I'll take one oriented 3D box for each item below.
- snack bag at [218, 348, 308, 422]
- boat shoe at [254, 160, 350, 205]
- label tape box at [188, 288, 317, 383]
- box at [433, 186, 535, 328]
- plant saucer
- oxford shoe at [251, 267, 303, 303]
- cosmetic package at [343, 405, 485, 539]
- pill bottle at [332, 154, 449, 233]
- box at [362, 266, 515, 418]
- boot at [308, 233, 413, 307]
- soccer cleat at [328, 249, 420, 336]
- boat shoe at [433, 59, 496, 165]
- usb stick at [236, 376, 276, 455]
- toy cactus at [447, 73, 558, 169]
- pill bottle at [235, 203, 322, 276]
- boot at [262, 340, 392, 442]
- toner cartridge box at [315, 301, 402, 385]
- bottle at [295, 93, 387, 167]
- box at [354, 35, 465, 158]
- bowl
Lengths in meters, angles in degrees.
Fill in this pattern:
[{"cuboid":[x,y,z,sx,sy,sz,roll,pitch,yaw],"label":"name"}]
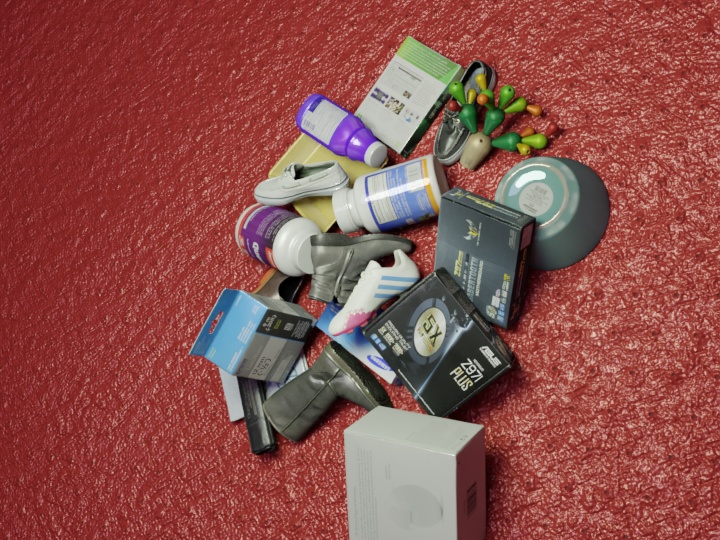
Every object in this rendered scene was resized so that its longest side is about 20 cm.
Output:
[{"cuboid":[-0.196,0.184,1.708,0.200,0.021,0.189,-28,64,20],"label":"snack bag"},{"cuboid":[-0.119,-0.177,1.667,0.199,0.067,0.074,-8,42,19],"label":"boat shoe"},{"cuboid":[-0.191,0.121,1.582,0.066,0.200,0.144,37,102,37],"label":"label tape box"},{"cuboid":[0.201,-0.022,1.459,0.157,0.051,0.200,27,130,32],"label":"box"},{"cuboid":[-0.058,-0.195,1.715,0.200,0.048,0.200,-48,60,9],"label":"plant saucer"},{"cuboid":[-0.180,0.071,1.659,0.072,0.071,0.200,3,54,47],"label":"oxford shoe"},{"cuboid":[0.089,0.345,1.408,0.200,0.123,0.200,6,106,29],"label":"cosmetic package"},{"cuboid":[0.055,-0.131,1.584,0.199,0.112,0.112,-16,70,17],"label":"pill bottle"},{"cuboid":[0.132,0.123,1.459,0.164,0.086,0.200,-40,84,17],"label":"box"},{"cuboid":[0.000,0.000,1.585,0.199,0.070,0.132,-1,88,-13],"label":"boot"},{"cuboid":[0.013,0.037,1.534,0.200,0.070,0.086,-34,100,-19],"label":"soccer cleat"},{"cuboid":[0.184,-0.292,1.595,0.070,0.066,0.200,31,93,32],"label":"boat shoe"},{"cuboid":[-0.202,0.251,1.661,0.055,0.033,0.200,-29,64,27],"label":"usb stick"},{"cuboid":[0.229,-0.246,1.534,0.200,0.102,0.165,26,122,-5],"label":"toy cactus"},{"cuboid":[-0.146,-0.056,1.665,0.200,0.112,0.113,23,89,48],"label":"pill bottle"},{"cuboid":[-0.062,0.248,1.586,0.182,0.073,0.200,47,107,14],"label":"boot"},{"cuboid":[0.018,0.115,1.593,0.200,0.043,0.095,34,96,31],"label":"toner cartridge box"},{"cuboid":[-0.034,-0.260,1.653,0.200,0.065,0.084,36,96,31],"label":"bottle"},{"cuboid":[0.091,-0.334,1.678,0.144,0.036,0.200,40,99,31],"label":"box"},{"cuboid":[0.304,-0.110,1.458,0.200,0.105,0.201,-9,72,27],"label":"bowl"}]
